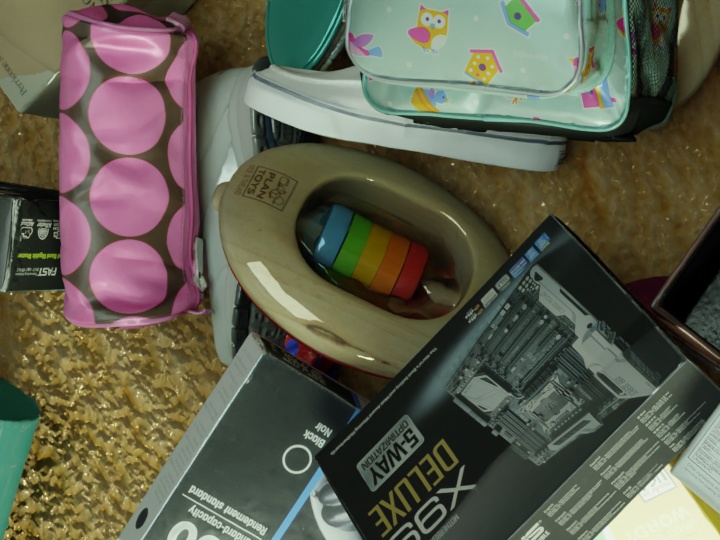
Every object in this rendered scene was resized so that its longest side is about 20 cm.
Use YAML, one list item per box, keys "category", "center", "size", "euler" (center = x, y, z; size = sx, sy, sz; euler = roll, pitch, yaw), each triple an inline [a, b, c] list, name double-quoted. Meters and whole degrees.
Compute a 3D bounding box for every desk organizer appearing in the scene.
- category: "desk organizer"
  center: [0.246, -0.034, 1.089]
  size: [0.071, 0.077, 0.201]
  euler: [35, 89, 21]

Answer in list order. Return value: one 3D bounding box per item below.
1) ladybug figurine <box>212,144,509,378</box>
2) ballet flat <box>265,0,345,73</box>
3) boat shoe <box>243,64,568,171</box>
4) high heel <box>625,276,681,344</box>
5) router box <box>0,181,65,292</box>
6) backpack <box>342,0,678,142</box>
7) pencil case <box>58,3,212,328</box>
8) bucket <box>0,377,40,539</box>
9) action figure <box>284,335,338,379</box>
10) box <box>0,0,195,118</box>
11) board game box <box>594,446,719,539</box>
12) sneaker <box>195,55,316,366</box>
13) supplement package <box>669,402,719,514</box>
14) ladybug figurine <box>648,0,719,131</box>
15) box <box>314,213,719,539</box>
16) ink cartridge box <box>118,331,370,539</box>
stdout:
- category: "ladybug figurine"
  center: [0.000, 0.000, 1.196]
  size: [0.199, 0.072, 0.136]
  euler: [29, 58, -1]
- category: "ballet flat"
  center: [-0.012, -0.215, 1.243]
  size: [0.071, 0.072, 0.202]
  euler: [9, 95, 25]
- category: "boat shoe"
  center: [0.030, -0.109, 1.198]
  size: [0.198, 0.074, 0.066]
  euler: [9, 103, -4]
- category: "high heel"
  center: [0.177, 0.106, 1.164]
  size: [0.095, 0.067, 0.202]
  euler: [-13, 87, -1]
- category: "router box"
  center: [-0.269, -0.030, 1.315]
  size: [0.198, 0.150, 0.063]
  euler: [9, 94, 25]
- category: "backpack"
  center: [0.084, -0.179, 1.073]
  size: [0.174, 0.153, 0.202]
  euler: [7, 91, 27]
- category: "pencil case"
  center: [-0.141, -0.066, 1.238]
  size: [0.093, 0.091, 0.202]
  euler: [1, 98, 17]
- category: "bucket"
  center: [-0.319, 0.125, 1.315]
  size: [0.206, 0.207, 0.136]
  euler: [24, 95, 23]
- category: "action figure"
  center: [-0.036, 0.097, 1.251]
  size: [0.051, 0.065, 0.202]
  euler: [5, 93, 21]
- category: "box"
  center: [-0.166, -0.200, 1.309]
  size: [0.200, 0.078, 0.095]
  euler: [-45, 73, 17]
- category: "board game box"
  center: [0.158, 0.192, 1.119]
  size: [0.152, 0.040, 0.201]
  euler: [-31, 106, 24]
- category: "sneaker"
  center: [-0.076, -0.036, 1.280]
  size: [0.087, 0.074, 0.202]
  euler: [1, 87, 42]
- category: "supplement package"
  center: [0.296, 0.065, 1.027]
  size: [0.147, 0.191, 0.201]
  euler: [39, 105, 19]
- category: "ladybug figurine"
  center: [0.157, -0.179, 1.161]
  size: [0.135, 0.072, 0.202]
  euler: [-10, 84, 24]
- category: "box"
  center: [0.083, 0.088, 1.078]
  size: [0.200, 0.050, 0.158]
  euler: [-46, 37, 7]
- category: "ink cartridge box"
  center: [-0.036, 0.171, 1.197]
  size: [0.197, 0.043, 0.201]
  euler: [31, 99, -17]
